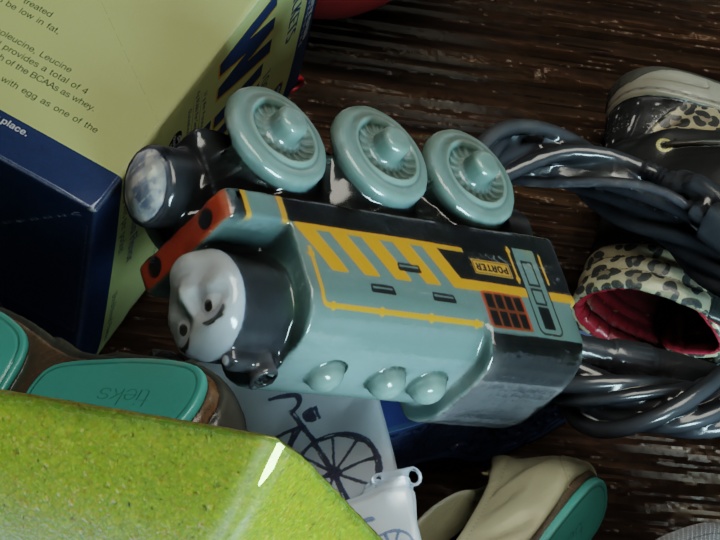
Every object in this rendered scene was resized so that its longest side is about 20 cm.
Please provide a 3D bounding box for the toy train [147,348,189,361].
[{"bbox_3d":[-0.050,0.118,1.013,0.046,0.034,0.200,10,47,-40],"label":"toy train"}]

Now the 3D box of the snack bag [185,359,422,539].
[{"bbox_3d":[-0.065,0.113,0.956,0.188,0.021,0.200,-17,54,6],"label":"snack bag"}]

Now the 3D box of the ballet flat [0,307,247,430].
[{"bbox_3d":[-0.121,0.059,0.920,0.200,0.068,0.068,15,57,39],"label":"ballet flat"}]

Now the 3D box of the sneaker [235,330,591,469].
[{"bbox_3d":[0.024,0.043,1.069,0.200,0.070,0.078,-11,59,-40],"label":"sneaker"}]

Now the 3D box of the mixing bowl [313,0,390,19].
[{"bbox_3d":[-0.028,-0.197,1.214,0.200,0.108,0.200,19,37,-15],"label":"mixing bowl"}]

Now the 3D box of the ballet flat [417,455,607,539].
[{"bbox_3d":[0.033,0.141,1.012,0.069,0.070,0.200,36,46,9],"label":"ballet flat"}]

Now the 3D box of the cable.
[{"bbox_3d":[0.104,0.003,1.077,0.200,0.051,0.163,32,47,17],"label":"cable"}]

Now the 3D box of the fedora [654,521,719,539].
[{"bbox_3d":[0.093,0.179,0.961,0.090,0.177,0.200,12,14,33],"label":"fedora"}]

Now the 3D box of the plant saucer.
[{"bbox_3d":[-0.087,0.098,0.840,0.200,0.200,0.048,8,69,23],"label":"plant saucer"}]

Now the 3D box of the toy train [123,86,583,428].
[{"bbox_3d":[0.000,0.000,0.946,0.200,0.085,0.114,9,51,-43],"label":"toy train"}]

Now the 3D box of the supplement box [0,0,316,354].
[{"bbox_3d":[-0.147,-0.099,1.026,0.200,0.134,0.200,28,55,8],"label":"supplement box"}]

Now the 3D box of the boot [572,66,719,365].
[{"bbox_3d":[0.204,-0.008,1.190,0.203,0.074,0.154,18,50,2],"label":"boot"}]

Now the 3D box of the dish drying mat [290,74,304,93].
[{"bbox_3d":[-0.118,-0.142,1.160,0.200,0.018,0.077,44,51,17],"label":"dish drying mat"}]
